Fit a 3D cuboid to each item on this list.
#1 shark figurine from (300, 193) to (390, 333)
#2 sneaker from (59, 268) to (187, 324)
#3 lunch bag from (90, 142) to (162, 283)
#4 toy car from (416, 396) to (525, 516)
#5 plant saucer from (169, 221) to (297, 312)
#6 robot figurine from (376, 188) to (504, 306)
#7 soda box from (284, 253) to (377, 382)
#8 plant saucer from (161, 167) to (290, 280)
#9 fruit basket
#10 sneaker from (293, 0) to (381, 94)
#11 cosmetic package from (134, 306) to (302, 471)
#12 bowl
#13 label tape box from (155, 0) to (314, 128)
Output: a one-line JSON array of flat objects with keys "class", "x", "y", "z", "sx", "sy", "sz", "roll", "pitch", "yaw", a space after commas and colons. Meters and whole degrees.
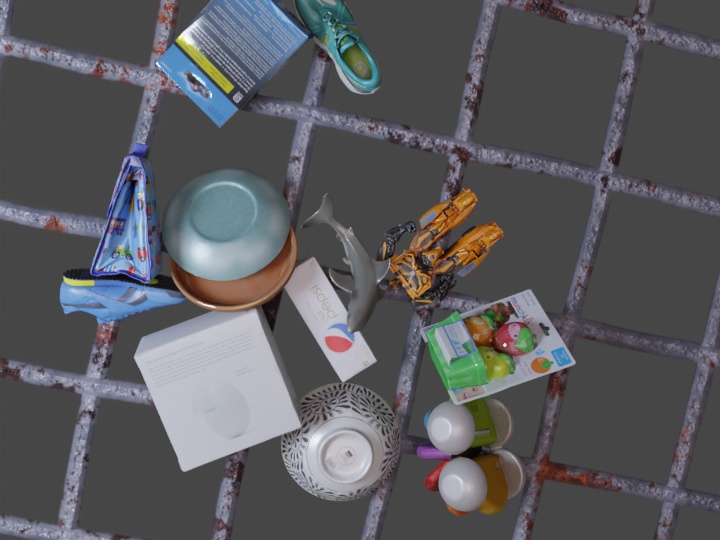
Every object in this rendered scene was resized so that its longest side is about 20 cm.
[{"class": "shark figurine", "x": 0.003, "y": -0.019, "z": 1.622, "sx": 0.128, "sy": 0.089, "sz": 0.215, "roll": -14, "pitch": 82, "yaw": -47}, {"class": "sneaker", "x": -0.371, "y": 0.045, "z": 1.622, "sx": 0.200, "sy": 0.066, "sz": 0.079, "roll": 4, "pitch": 107, "yaw": -6}, {"class": "lunch bag", "x": -0.341, "y": -0.093, "z": 1.562, "sx": 0.094, "sy": 0.151, "sz": 0.200, "roll": 8, "pitch": 95, "yaw": -6}, {"class": "toy car", "x": 0.162, "y": 0.298, "z": 1.660, "sx": 0.150, "sy": 0.175, "sz": 0.200, "roll": -20, "pitch": 76, "yaw": 38}, {"class": "plant saucer", "x": -0.195, "y": -0.020, "z": 1.598, "sx": 0.200, "sy": 0.037, "sz": 0.200, "roll": -2, "pitch": 60, "yaw": 3}, {"class": "robot figurine", "x": 0.124, "y": -0.035, "z": 1.660, "sx": 0.200, "sy": 0.058, "sz": 0.145, "roll": -39, "pitch": 97, "yaw": -1}, {"class": "soda box", "x": -0.053, "y": 0.075, "z": 1.652, "sx": 0.068, "sy": 0.064, "sz": 0.200, "roll": -31, "pitch": 98, "yaw": -2}, {"class": "plant saucer", "x": -0.209, "y": -0.082, "z": 1.583, "sx": 0.201, "sy": 0.039, "sz": 0.201, "roll": 0, "pitch": 63, "yaw": 1}, {"class": "fruit basket", "x": 0.211, "y": 0.114, "z": 1.631, "sx": 0.200, "sy": 0.185, "sz": 0.094, "roll": -23, "pitch": 132, "yaw": 0}, {"class": "sneaker", "x": -0.028, "y": -0.365, "z": 1.601, "sx": 0.077, "sy": 0.080, "sz": 0.200, "roll": -38, "pitch": 97, "yaw": -1}, {"class": "cosmetic package", "x": -0.219, "y": 0.172, "z": 1.608, "sx": 0.199, "sy": 0.123, "sz": 0.200, "roll": -20, "pitch": 104, "yaw": -2}, {"class": "bowl", "x": -0.028, "y": 0.288, "z": 1.661, "sx": 0.200, "sy": 0.094, "sz": 0.201, "roll": 0, "pitch": 95, "yaw": -5}, {"class": "label tape box", "x": -0.193, "y": -0.343, "z": 1.589, "sx": 0.200, "sy": 0.063, "sz": 0.144, "roll": -42, "pitch": 99, "yaw": 16}]
